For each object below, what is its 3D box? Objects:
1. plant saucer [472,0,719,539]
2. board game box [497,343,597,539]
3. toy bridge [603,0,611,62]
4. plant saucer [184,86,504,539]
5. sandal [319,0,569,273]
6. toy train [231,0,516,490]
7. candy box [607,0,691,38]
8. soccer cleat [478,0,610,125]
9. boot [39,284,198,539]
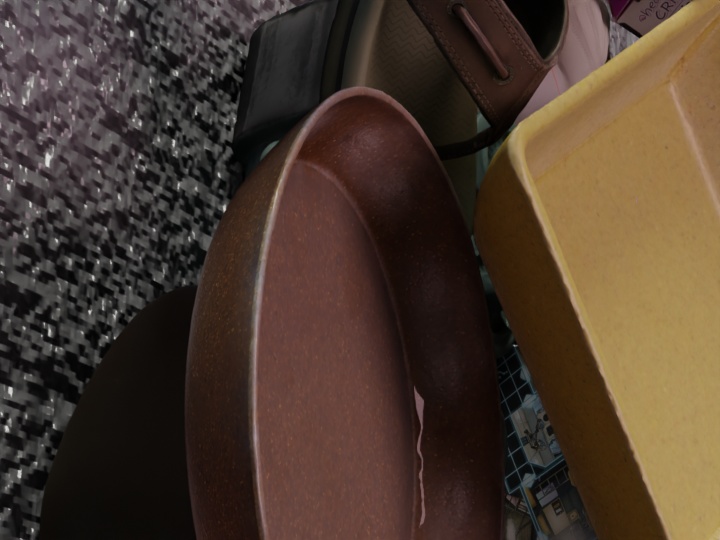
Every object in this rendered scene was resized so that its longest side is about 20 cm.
[{"bbox_3d":[0.114,0.018,0.769,0.200,0.048,0.201,-36,106,-51],"label":"plant saucer"},{"bbox_3d":[0.072,0.126,0.818,0.035,0.135,0.201,97,-4,-69],"label":"board game box"},{"bbox_3d":[0.098,-0.166,1.098,0.067,0.027,0.201,-47,124,-61],"label":"toy bridge"},{"bbox_3d":[-0.004,0.048,0.641,0.200,0.034,0.201,-5,90,-70],"label":"plant saucer"},{"bbox_3d":[0.036,-0.090,0.698,0.080,0.057,0.202,-18,124,-53],"label":"sandal"},{"bbox_3d":[0.000,0.000,0.778,0.114,0.085,0.201,35,52,-40],"label":"toy train"},{"bbox_3d":[0.207,-0.111,1.050,0.200,0.061,0.136,33,22,-15],"label":"candy box"},{"bbox_3d":[0.077,-0.070,0.941,0.077,0.069,0.200,38,26,5],"label":"soccer cleat"},{"bbox_3d":[-0.021,0.115,0.702,0.200,0.064,0.187,26,72,-57],"label":"boot"}]
